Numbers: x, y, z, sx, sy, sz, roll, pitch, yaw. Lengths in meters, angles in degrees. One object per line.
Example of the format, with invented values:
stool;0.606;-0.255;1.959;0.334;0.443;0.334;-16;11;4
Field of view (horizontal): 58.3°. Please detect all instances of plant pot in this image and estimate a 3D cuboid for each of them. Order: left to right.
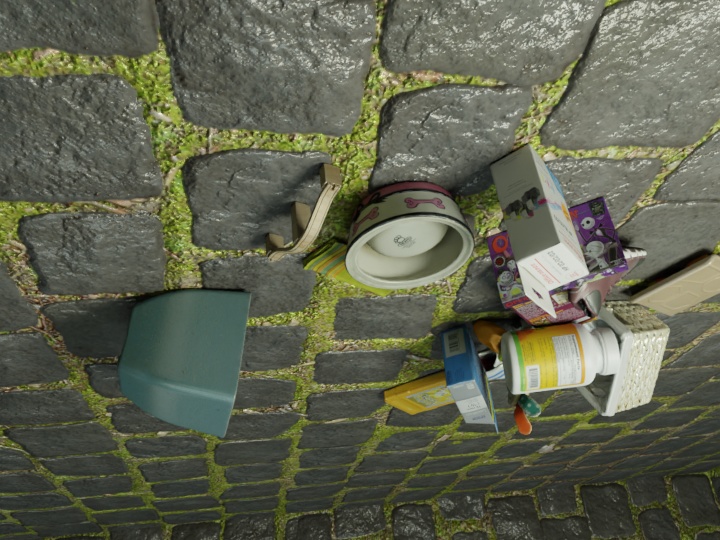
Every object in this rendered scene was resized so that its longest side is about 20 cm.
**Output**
plant pot;-0.307;0.149;1.114;0.194;0.201;0.198;11;147;-12

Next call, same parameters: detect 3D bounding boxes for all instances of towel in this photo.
towel;0.000;0.000;1.096;0.197;0.019;0.085;21;140;-40

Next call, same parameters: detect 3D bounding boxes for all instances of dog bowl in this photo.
dog bowl;0.069;-0.053;0.968;0.194;0.076;0.202;-6;150;-3

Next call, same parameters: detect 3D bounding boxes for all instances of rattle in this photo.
rattle;0.287;0.202;1.279;0.141;0.203;0.130;33;145;-14

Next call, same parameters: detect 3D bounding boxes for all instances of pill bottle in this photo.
pill bottle;0.364;0.158;1.185;0.194;0.114;0.112;-8;151;3

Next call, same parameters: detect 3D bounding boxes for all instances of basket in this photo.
basket;0.535;0.175;1.338;0.120;0.136;0.205;-6;118;-17

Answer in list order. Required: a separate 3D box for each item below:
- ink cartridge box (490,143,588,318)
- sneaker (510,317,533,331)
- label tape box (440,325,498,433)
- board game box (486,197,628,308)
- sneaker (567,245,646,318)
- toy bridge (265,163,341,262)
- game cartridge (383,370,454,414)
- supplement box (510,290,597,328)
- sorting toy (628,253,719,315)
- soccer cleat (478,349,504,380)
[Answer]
ink cartridge box;0.249;-0.053;0.882;0.067;0.205;0.114;-25;147;29
sneaker;0.396;0.153;1.385;0.197;0.089;0.074;22;141;-39
label tape box;0.233;0.241;1.380;0.064;0.146;0.202;-16;131;14
board game box;0.306;-0.027;1.022;0.195;0.123;0.032;-20;146;19
sneaker;0.408;0.018;1.093;0.195;0.119;0.075;-5;-169;-33
toy bridge;-0.085;-0.064;0.918;0.027;0.069;0.200;11;144;-30
game cartridge;0.177;0.320;1.667;0.196;0.033;0.175;-25;146;24
supplement box;0.342;0.038;1.175;0.108;0.088;0.199;-23;147;27
sorting toy;0.659;0.027;1.294;0.196;0.037;0.184;11;145;-38
soccer cleat;0.343;0.214;1.489;0.194;0.072;0.087;-8;151;1
